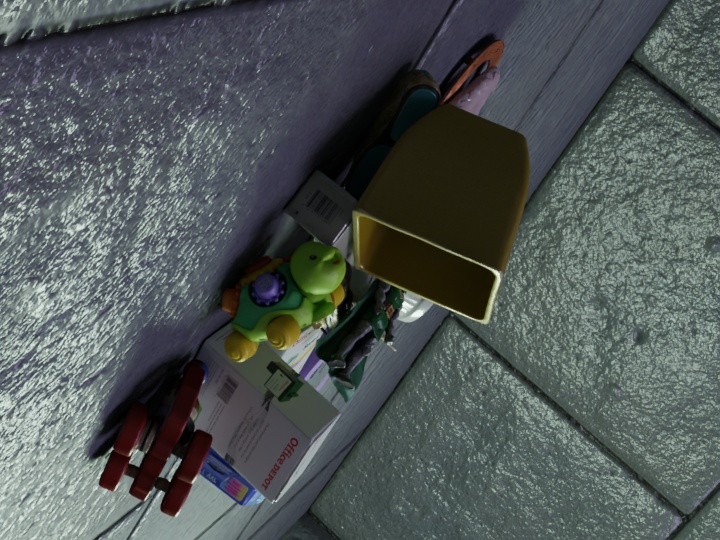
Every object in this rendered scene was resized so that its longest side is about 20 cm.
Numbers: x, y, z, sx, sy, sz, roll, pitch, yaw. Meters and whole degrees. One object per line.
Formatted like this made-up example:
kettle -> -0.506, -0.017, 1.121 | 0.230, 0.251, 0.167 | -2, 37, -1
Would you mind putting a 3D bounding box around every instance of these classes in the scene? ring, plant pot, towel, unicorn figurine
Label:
ring -> 0.151, -0.270, 1.838 | 0.201, 0.019, 0.201 | -50, 170, -12
plant pot -> 0.115, -0.086, 1.519 | 0.195, 0.193, 0.202 | 90, 24, -69
towel -> 0.126, -0.199, 1.839 | 0.200, 0.032, 0.192 | -46, 168, -34
unicorn figurine -> 0.000, 0.000, 1.722 | 0.073, 0.138, 0.203 | -9, 124, -24

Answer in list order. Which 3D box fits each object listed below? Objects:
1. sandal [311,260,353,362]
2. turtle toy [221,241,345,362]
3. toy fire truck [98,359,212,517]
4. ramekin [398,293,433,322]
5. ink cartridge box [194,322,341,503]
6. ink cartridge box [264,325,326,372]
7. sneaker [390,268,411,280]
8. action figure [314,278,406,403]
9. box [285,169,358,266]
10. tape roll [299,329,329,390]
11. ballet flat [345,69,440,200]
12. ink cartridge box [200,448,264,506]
sandal -> -0.046, 0.052, 1.647 | 0.201, 0.054, 0.083 | 88, 18, -58
turtle toy -> -0.092, 0.028, 1.501 | 0.198, 0.102, 0.146 | -19, -167, 38
toy fire truck -> -0.247, 0.201, 1.549 | 0.169, 0.111, 0.201 | -75, -169, -46
ramekin -> 0.071, -0.026, 1.937 | 0.203, 0.093, 0.204 | -55, -159, 33
ink cartridge box -> -0.143, 0.191, 1.637 | 0.084, 0.199, 0.147 | -36, 164, -51
ink cartridge box -> -0.130, 0.113, 1.755 | 0.145, 0.084, 0.201 | -37, 162, -54
sneaker -> 0.079, -0.055, 1.659 | 0.079, 0.074, 0.201 | 88, 22, -43
action figure -> 0.018, 0.069, 1.640 | 0.201, 0.054, 0.119 | -55, 141, -35
box -> -0.033, -0.065, 1.575 | 0.069, 0.082, 0.200 | -52, 171, -1
tape roll -> -0.096, 0.158, 1.960 | 0.201, 0.065, 0.200 | -49, 170, -12
ballet flat -> 0.040, -0.176, 1.570 | 0.201, 0.070, 0.071 | -57, 168, 32
ink cartridge box -> -0.210, 0.309, 1.942 | 0.077, 0.136, 0.200 | -54, 170, -6
